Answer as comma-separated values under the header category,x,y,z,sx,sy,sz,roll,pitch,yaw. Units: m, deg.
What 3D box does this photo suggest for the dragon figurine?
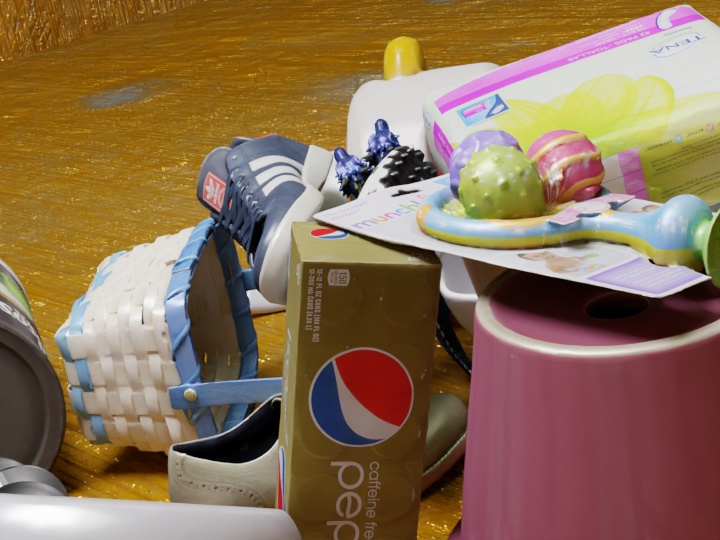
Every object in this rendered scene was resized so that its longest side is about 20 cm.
category,x,y,z,sx,sy,sz,roll,pitch,yaw
dragon figurine,0.037,-0.003,0.881,0.058,0.202,0.099,-25,-22,20

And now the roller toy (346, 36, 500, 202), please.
category,x,y,z,sx,sy,sz,roll,pitch,yaw
roller toy,0.060,-0.068,1.025,0.138,0.201,0.183,-7,37,11

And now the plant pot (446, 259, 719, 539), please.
category,x,y,z,sx,sy,sz,roll,pitch,yaw
plant pot,0.127,0.090,0.581,0.198,0.181,0.200,-9,20,3

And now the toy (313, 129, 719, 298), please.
category,x,y,z,sx,sy,sz,roll,pitch,yaw
toy,0.085,-0.037,0.587,0.114,0.048,0.199,-18,26,-41

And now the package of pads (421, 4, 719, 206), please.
category,x,y,z,sx,sy,sz,roll,pitch,yaw
package of pads,0.151,-0.085,0.790,0.198,0.069,0.155,-20,32,-2

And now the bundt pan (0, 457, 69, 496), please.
category,x,y,z,sx,sy,sz,roll,pitch,yaw
bundt pan,-0.244,0.169,0.716,0.199,0.077,0.202,-10,21,4

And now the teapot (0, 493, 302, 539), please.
category,x,y,z,sx,sy,sz,roll,pitch,yaw
teapot,-0.120,0.173,0.557,0.195,0.148,0.200,7,-10,-16

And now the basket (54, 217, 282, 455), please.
category,x,y,z,sx,sy,sz,roll,pitch,yaw
basket,-0.091,0.041,0.879,0.198,0.140,0.177,-11,23,14

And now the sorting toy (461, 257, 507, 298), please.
category,x,y,z,sx,sy,sz,roll,pitch,yaw
sorting toy,0.153,0.037,0.697,0.184,0.201,0.037,6,49,38

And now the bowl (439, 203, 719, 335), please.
category,x,y,z,sx,sy,sz,roll,pitch,yaw
bowl,0.157,-0.021,0.827,0.197,0.075,0.201,-9,32,20

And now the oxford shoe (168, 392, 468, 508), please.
category,x,y,z,sx,sy,sz,roll,pitch,yaw
oxford shoe,-0.019,0.106,0.767,0.198,0.075,0.071,-20,22,-23

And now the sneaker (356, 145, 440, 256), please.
category,x,y,z,sx,sy,sz,roll,pitch,yaw
sneaker,0.000,0.000,0.786,0.090,0.066,0.201,-27,32,33

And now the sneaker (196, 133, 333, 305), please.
category,x,y,z,sx,sy,sz,roll,pitch,yaw
sneaker,-0.069,-0.040,0.837,0.084,0.076,0.200,17,18,-5

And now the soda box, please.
category,x,y,z,sx,sy,sz,roll,pitch,yaw
soda box,-0.005,0.081,0.632,0.067,0.202,0.064,1,19,-9

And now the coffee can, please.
category,x,y,z,sx,sy,sz,roll,pitch,yaw
coffee can,-0.291,0.071,0.896,0.145,0.148,0.200,-17,21,-16

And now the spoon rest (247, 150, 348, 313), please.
category,x,y,z,sx,sy,sz,roll,pitch,yaw
spoon rest,-0.040,-0.021,1.023,0.060,0.100,0.200,8,-27,-19
